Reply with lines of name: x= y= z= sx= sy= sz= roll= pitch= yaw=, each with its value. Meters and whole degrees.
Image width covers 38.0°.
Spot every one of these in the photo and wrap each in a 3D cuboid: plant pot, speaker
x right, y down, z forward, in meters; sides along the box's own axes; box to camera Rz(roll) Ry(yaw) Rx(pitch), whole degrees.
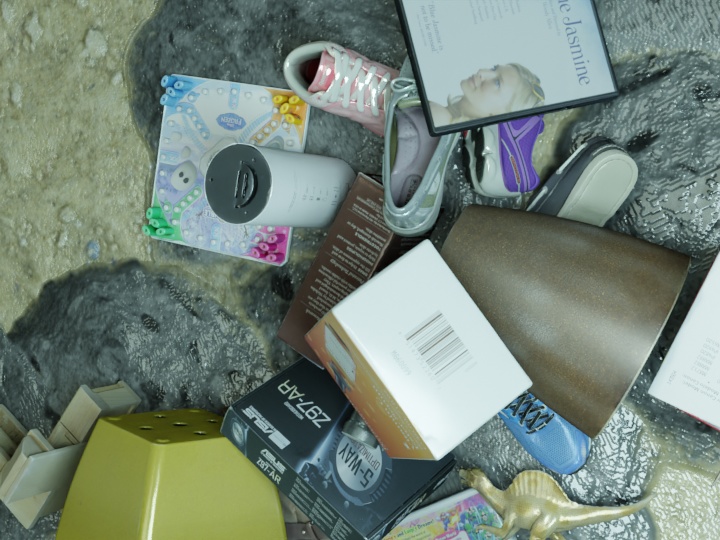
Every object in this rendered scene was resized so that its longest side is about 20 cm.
plant pot: x=0.168 y=0.024 z=0.962 sx=0.199 sy=0.187 sz=0.188 roll=28 pitch=104 yaw=10
plant pot: x=-0.201 y=0.253 z=1.133 sx=0.199 sy=0.199 sz=0.178 roll=10 pitch=98 yaw=48
speaker: x=-0.076 y=-0.085 z=1.088 sx=0.081 sy=0.200 sz=0.082 roll=1 pitch=92 yaw=25

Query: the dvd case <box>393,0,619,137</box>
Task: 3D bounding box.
dvd case: x=0.143 y=-0.216 z=1.011 sx=0.199 sy=0.018 sz=0.144 roll=-13 pitch=84 yaw=-13

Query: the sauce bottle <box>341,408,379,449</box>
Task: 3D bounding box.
sauce bottle: x=0.041 y=0.086 z=1.078 sx=0.066 sy=0.066 sz=0.201 roll=25 pitch=80 yaw=23

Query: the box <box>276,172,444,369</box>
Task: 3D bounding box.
box: x=0.000 y=0.000 z=1.111 sx=0.075 sy=0.100 sz=0.201 roll=35 pitch=107 yaw=20

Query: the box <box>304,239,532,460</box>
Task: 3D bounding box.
box: x=0.043 y=0.079 z=0.943 sx=0.106 sy=0.200 sz=0.153 roll=-36 pitch=87 yaw=-14

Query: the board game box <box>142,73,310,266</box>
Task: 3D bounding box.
board game box: x=-0.163 y=-0.121 z=1.226 sx=0.199 sy=0.026 sz=0.201 roll=12 pitch=97 yaw=25

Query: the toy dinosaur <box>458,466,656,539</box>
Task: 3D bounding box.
toy dinosaur: x=0.185 y=0.249 z=1.038 sx=0.199 sy=0.058 sz=0.102 roll=7 pitch=100 yaw=21

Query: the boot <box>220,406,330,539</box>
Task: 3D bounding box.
boot: x=-0.088 y=0.248 z=1.180 sx=0.199 sy=0.070 sz=0.147 roll=15 pitch=106 yaw=38

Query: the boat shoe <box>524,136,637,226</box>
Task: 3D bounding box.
boat shoe: x=0.196 y=-0.049 z=1.049 sx=0.200 sy=0.072 sz=0.063 roll=-52 pitch=28 yaw=24

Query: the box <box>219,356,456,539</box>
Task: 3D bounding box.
box: x=-0.022 y=0.184 z=1.096 sx=0.200 sy=0.160 sz=0.044 roll=41 pitch=133 yaw=19

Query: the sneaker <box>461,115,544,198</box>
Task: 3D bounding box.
sneaker: x=0.146 y=-0.170 z=1.059 sx=0.083 sy=0.081 sz=0.201 roll=2 pitch=81 yaw=-17

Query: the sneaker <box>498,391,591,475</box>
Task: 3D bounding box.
sneaker: x=0.151 y=0.124 z=1.049 sx=0.079 sy=0.089 sz=0.200 roll=-44 pitch=77 yaw=21

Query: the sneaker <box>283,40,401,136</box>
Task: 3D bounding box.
sneaker: x=0.006 y=-0.186 z=1.098 sx=0.199 sy=0.105 sz=0.076 roll=25 pitch=101 yaw=22

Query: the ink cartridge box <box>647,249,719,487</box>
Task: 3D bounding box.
ink cartridge box: x=0.320 y=0.075 z=0.902 sx=0.084 sy=0.200 sz=0.176 roll=29 pitch=103 yaw=22

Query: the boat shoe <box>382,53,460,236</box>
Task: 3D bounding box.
boat shoe: x=0.057 y=-0.136 z=1.021 sx=0.074 sy=0.065 sz=0.203 roll=9 pitch=73 yaw=12

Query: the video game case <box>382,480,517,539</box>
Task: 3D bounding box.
video game case: x=0.091 y=0.346 z=1.125 sx=0.199 sy=0.024 sz=0.183 roll=-28 pitch=80 yaw=25

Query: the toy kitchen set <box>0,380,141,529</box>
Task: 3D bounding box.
toy kitchen set: x=-0.420 y=0.191 z=1.288 sx=0.180 sy=0.163 sz=0.200 roll=41 pitch=108 yaw=18
